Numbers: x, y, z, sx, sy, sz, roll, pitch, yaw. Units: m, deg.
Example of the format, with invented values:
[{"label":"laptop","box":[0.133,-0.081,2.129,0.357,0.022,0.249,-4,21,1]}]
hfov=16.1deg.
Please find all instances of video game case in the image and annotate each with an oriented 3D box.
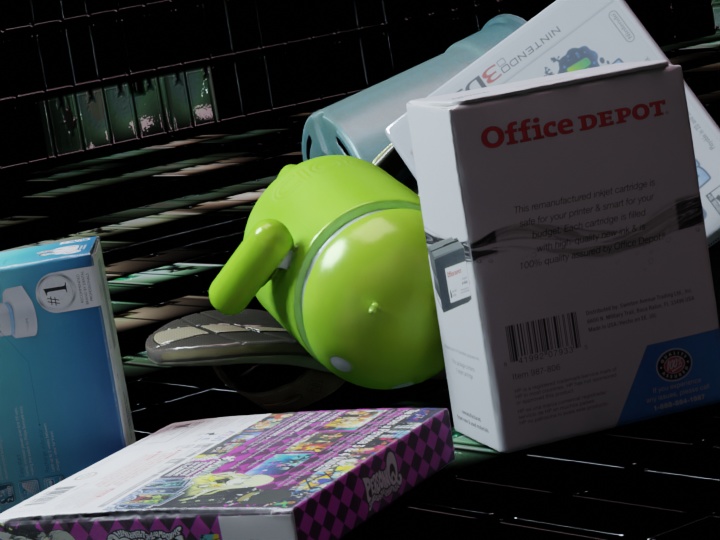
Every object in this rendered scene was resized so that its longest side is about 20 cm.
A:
[{"label":"video game case","box":[0.140,-0.069,1.669,0.182,0.200,0.024,-36,-22,7]},{"label":"video game case","box":[-0.070,0.116,1.356,0.181,0.036,0.200,-5,9,25]}]

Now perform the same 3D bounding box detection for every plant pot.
[{"label":"plant pot","box":[0.067,-0.095,2.168,0.196,0.200,0.200,-20,12,-19]}]

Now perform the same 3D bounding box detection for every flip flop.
[{"label":"flip flop","box":[-0.039,0.064,1.637,0.200,0.058,0.081,5,14,-16]}]

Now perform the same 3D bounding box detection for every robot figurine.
[{"label":"robot figurine","box":[0.000,0.000,1.557,0.175,0.116,0.200,15,13,-28]}]

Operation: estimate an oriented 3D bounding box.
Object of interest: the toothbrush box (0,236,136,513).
[{"label":"toothbrush box","box":[-0.239,0.071,1.478,0.200,0.146,0.085,-11,8,-2]}]

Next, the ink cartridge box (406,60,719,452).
[{"label":"ink cartridge box","box":[0.118,-0.012,1.453,0.145,0.200,0.084,-11,9,-17]}]

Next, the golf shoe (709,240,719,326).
[{"label":"golf shoe","box":[0.235,-0.001,1.699,0.200,0.077,0.088,0,5,44]}]

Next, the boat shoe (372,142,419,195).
[{"label":"boat shoe","box":[0.000,-0.015,1.741,0.202,0.060,0.072,-50,49,-6]}]
